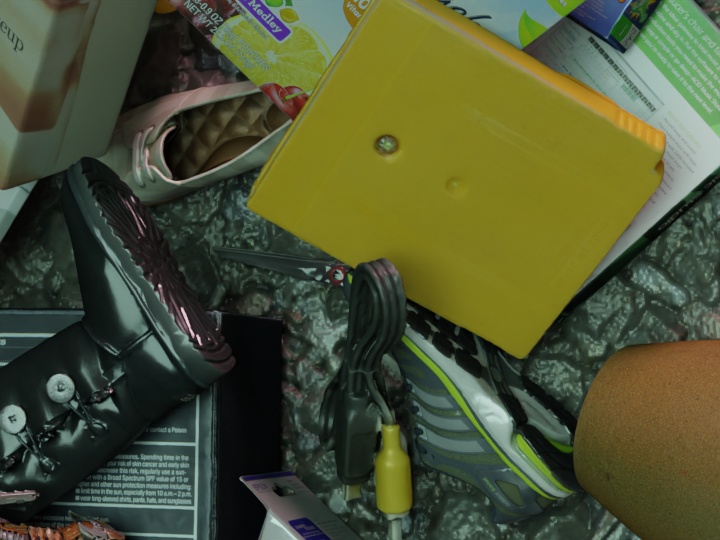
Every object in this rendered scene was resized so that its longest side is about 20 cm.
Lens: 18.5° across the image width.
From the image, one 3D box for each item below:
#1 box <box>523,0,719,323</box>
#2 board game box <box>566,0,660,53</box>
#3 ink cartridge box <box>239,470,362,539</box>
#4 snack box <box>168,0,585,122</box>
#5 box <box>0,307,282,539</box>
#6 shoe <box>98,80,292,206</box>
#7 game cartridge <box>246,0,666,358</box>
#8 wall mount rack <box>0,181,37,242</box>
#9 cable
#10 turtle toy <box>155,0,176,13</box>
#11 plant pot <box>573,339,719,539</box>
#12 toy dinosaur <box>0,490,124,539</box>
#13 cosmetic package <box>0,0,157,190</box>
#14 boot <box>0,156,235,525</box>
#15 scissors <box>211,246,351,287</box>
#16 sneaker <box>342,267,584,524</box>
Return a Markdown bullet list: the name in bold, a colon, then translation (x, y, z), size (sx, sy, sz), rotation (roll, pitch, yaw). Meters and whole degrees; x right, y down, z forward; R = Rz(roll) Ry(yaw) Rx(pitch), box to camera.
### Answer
- **box**: translation (0.149, -0.085, 1.380), size (0.200, 0.036, 0.144), rotation (-42, 76, 12)
- **board game box**: translation (0.122, -0.243, 1.375), size (0.200, 0.034, 0.136), rotation (38, 96, 27)
- **ink cartridge box**: translation (0.001, 0.205, 1.376), size (0.200, 0.099, 0.039), rotation (43, 101, 16)
- **snack box**: translation (0.013, -0.176, 1.296), size (0.200, 0.068, 0.169), rotation (-38, 111, 27)
- **box**: translation (-0.160, 0.125, 1.418), size (0.199, 0.123, 0.199), rotation (0, 88, 19)
- **shoe**: translation (-0.104, -0.090, 1.450), size (0.199, 0.053, 0.070), rotation (-15, 82, 16)
- **game cartridge**: translation (0.059, -0.057, 1.308), size (0.199, 0.032, 0.177), rotation (29, 123, -11)
- **wall mount rack**: translation (-0.282, -0.058, 1.478), size (0.173, 0.075, 0.201), rotation (4, 61, 54)
- **cable**: translation (0.010, 0.066, 1.357), size (0.050, 0.097, 0.201), rotation (-6, 125, -19)
- **turtle toy**: translation (-0.182, -0.258, 1.444), size (0.200, 0.146, 0.101), rotation (25, 79, 40)
- **plant pot**: translation (0.232, 0.113, 1.281), size (0.199, 0.186, 0.187), rotation (19, 93, 31)
- **toy dinosaur**: translation (-0.240, 0.196, 1.309), size (0.199, 0.102, 0.136), rotation (0, 105, -1)
- **cosmetic package**: translation (-0.190, -0.157, 1.326), size (0.103, 0.087, 0.200), rotation (48, 138, 23)
- **boot**: translation (-0.196, 0.052, 1.343), size (0.200, 0.066, 0.165), rotation (-37, 74, 18)
- **scissors**: translation (0.000, 0.000, 1.435), size (0.199, 0.014, 0.073), rotation (27, 97, 18)
- **sneaker**: translation (0.053, 0.079, 1.375), size (0.200, 0.074, 0.081), rotation (49, 121, 9)
